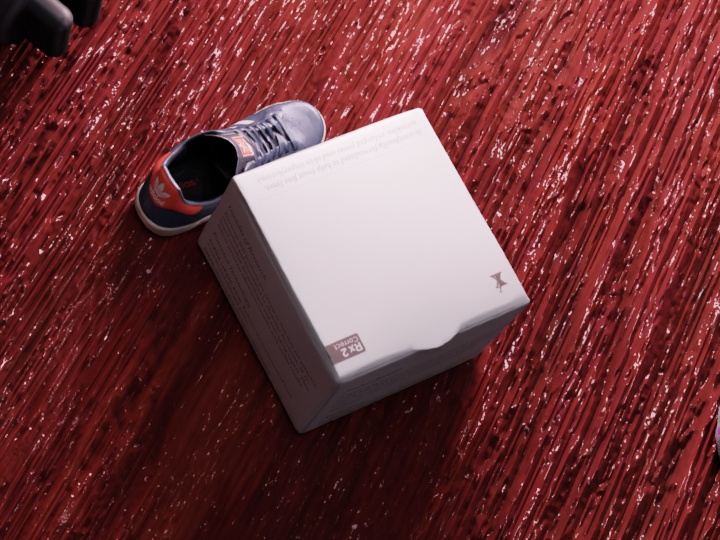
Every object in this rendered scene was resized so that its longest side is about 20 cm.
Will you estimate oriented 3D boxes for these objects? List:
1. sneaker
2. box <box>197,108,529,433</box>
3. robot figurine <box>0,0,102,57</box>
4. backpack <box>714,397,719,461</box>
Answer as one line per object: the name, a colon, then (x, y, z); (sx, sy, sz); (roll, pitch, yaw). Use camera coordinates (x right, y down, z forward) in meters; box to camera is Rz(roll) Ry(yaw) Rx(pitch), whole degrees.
sneaker: (-0.102, -0.100, 1.655); (0.200, 0.085, 0.075); (-35, 81, -29)
box: (0.000, 0.000, 1.619); (0.198, 0.131, 0.201); (-22, 75, -27)
robot figurine: (-0.313, -0.277, 1.637); (0.200, 0.125, 0.150); (42, 28, 2)
backpack: (0.422, 0.138, 1.710); (0.199, 0.127, 0.168); (3, 69, -15)
